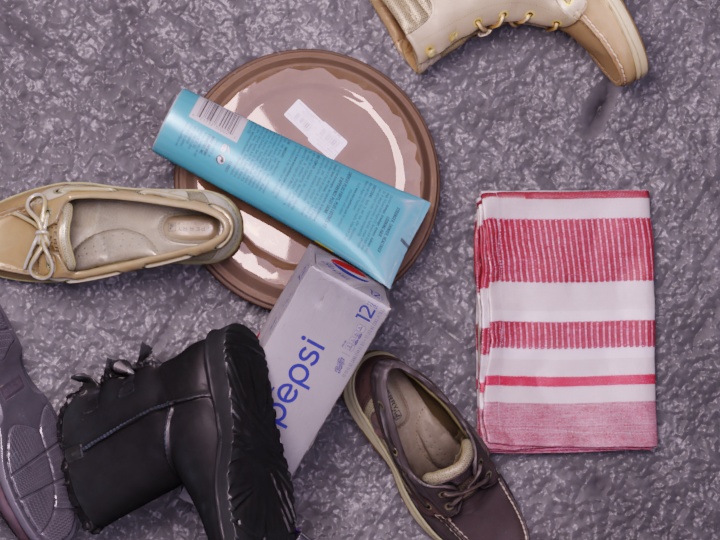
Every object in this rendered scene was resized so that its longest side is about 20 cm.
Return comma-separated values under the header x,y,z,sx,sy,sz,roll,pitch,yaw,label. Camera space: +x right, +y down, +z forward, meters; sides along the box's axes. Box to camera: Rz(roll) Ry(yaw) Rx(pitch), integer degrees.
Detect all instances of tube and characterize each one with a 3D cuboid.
x,y,z,sx,sy,sz,roll,pitch,yaw,label
-0.051,-0.064,1.501,0.199,0.050,0.078,27,68,-2,tube

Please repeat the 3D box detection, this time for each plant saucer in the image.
x,y,z,sx,sy,sz,roll,pitch,yaw,label
-0.039,-0.067,1.539,0.199,0.029,0.201,0,83,-3,plant saucer

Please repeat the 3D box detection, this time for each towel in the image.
x,y,z,sx,sy,sz,roll,pitch,yaw,label
0.158,0.039,1.594,0.143,0.023,0.201,-1,89,-12,towel

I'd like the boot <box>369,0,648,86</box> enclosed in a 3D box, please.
x,y,z,sx,sy,sz,roll,pitch,yaw,label
0.107,-0.188,1.561,0.155,0.073,0.200,-39,95,-10,boot

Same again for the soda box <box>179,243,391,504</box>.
x,y,z,sx,sy,sz,roll,pitch,yaw,label
-0.056,0.086,1.502,0.068,0.063,0.201,27,103,-9,soda box

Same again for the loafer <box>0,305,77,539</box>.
x,y,z,sx,sy,sz,roll,pitch,yaw,label
-0.264,0.108,1.499,0.072,0.063,0.201,-27,98,-52,loafer

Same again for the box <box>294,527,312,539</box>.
x,y,z,sx,sy,sz,roll,pitch,yaw,label
-0.073,0.290,1.494,0.106,0.122,0.200,40,83,-9,box

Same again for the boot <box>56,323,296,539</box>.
x,y,z,sx,sy,sz,roll,pitch,yaw,label
-0.134,0.142,1.449,0.162,0.073,0.199,-24,62,28,boot

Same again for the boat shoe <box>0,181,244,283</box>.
x,y,z,sx,sy,sz,roll,pitch,yaw,label
-0.186,-0.027,1.491,0.199,0.063,0.074,0,90,5,boat shoe

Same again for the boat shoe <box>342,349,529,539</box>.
x,y,z,sx,sy,sz,roll,pitch,yaw,label
0.060,0.146,1.547,0.073,0.065,0.200,-43,103,-12,boat shoe
